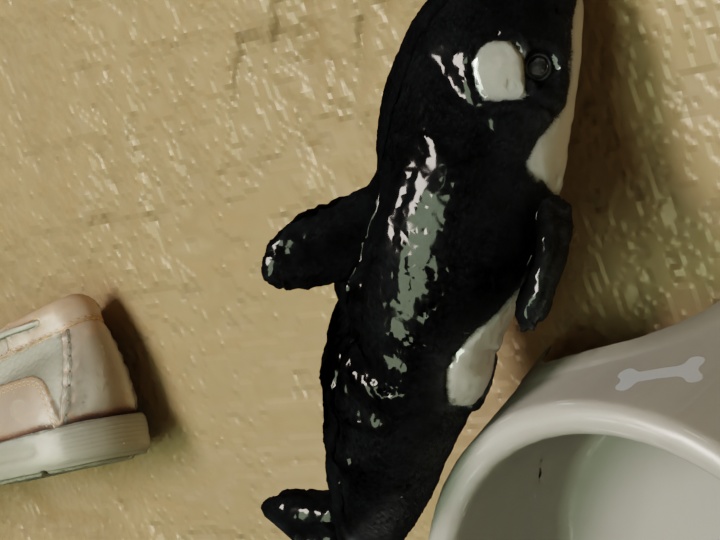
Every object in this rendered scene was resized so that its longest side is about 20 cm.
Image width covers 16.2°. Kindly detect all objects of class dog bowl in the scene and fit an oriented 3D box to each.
[{"bbox_3d":[0.102,0.107,0.724,0.199,0.059,0.201,24,129,35],"label":"dog bowl"}]

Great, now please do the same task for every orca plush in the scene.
[{"bbox_3d":[0.000,0.000,0.722,0.106,0.071,0.201,-105,31,-47],"label":"orca plush"}]

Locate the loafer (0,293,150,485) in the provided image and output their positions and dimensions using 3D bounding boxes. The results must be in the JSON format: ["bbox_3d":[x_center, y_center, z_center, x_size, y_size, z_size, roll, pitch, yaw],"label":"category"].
[{"bbox_3d":[-0.156,0.053,0.962,0.199,0.072,0.063,-12,86,42],"label":"loafer"}]
